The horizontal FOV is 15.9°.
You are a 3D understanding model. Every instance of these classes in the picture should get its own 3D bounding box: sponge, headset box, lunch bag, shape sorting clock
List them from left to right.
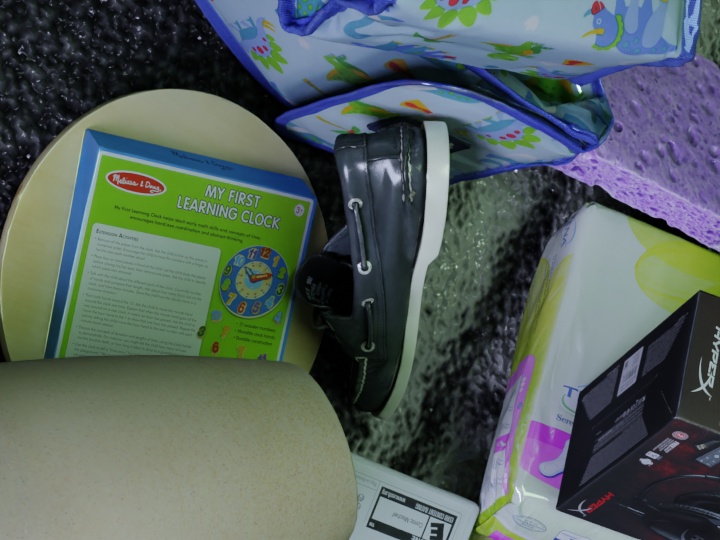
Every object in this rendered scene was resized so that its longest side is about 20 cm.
[{"bbox_3d":[-0.099,0.007,1.314,0.200,0.039,0.200,-7,102,-35],"label":"shape sorting clock"},{"bbox_3d":[0.022,-0.129,1.322,0.127,0.170,0.200,-46,108,-26],"label":"lunch bag"},{"bbox_3d":[0.061,-0.197,1.178,0.170,0.127,0.200,6,86,-29],"label":"lunch bag"},{"bbox_3d":[0.166,-0.082,1.445,0.200,0.030,0.112,27,50,-11],"label":"sponge"},{"bbox_3d":[0.222,0.100,1.307,0.200,0.149,0.077,22,62,-12],"label":"headset box"}]

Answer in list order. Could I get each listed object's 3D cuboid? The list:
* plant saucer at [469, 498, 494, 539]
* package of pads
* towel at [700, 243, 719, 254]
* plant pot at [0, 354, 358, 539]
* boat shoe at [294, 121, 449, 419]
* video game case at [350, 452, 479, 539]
[{"bbox_3d":[0.172,0.172,1.474,0.200,0.048,0.200,-40,108,-29],"label":"plant saucer"},{"bbox_3d":[0.155,0.075,1.416,0.154,0.068,0.200,23,61,-9],"label":"package of pads"},{"bbox_3d":[0.275,0.037,1.549,0.112,0.049,0.200,-30,101,-35],"label":"towel"},{"bbox_3d":[-0.109,0.115,1.197,0.200,0.187,0.188,-16,95,-25],"label":"plant pot"},{"bbox_3d":[0.000,0.002,1.322,0.066,0.199,0.075,3,52,-8],"label":"boat shoe"},{"bbox_3d":[-0.051,0.173,1.328,0.200,0.022,0.182,24,84,-30],"label":"video game case"}]
